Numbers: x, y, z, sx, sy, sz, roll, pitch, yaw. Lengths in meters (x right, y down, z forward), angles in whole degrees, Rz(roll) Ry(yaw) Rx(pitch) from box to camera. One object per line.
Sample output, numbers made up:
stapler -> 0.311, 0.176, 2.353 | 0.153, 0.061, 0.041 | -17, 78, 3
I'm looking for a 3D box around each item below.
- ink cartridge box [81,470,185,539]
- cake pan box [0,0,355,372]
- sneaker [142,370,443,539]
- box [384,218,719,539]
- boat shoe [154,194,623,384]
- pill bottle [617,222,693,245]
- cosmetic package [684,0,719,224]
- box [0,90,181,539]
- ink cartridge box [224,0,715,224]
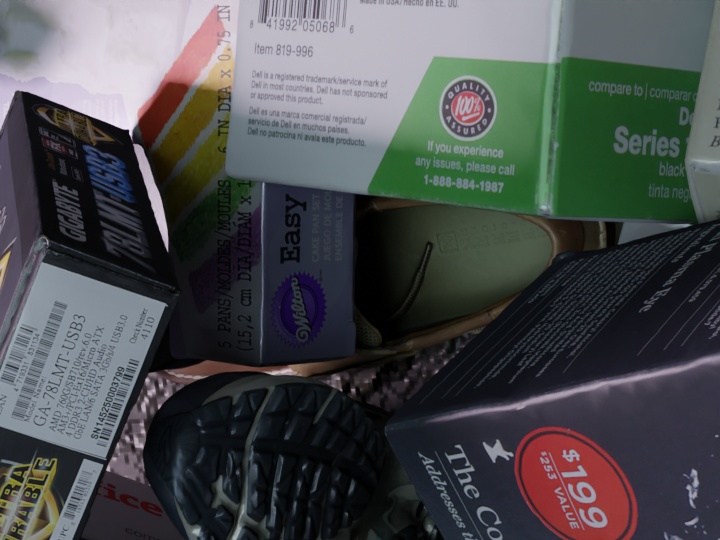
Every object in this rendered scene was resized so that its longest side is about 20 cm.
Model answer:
ink cartridge box -> -0.084, 0.159, 0.859 | 0.145, 0.200, 0.085 | 22, 111, -17
cake pan box -> -0.078, -0.063, 0.873 | 0.184, 0.052, 0.201 | 7, 98, 48
sneaker -> -0.035, 0.072, 0.846 | 0.086, 0.200, 0.078 | 20, 87, 26
box -> 0.138, 0.086, 0.663 | 0.182, 0.104, 0.201 | -17, 107, 46
boat shoe -> 0.000, 0.000, 0.881 | 0.199, 0.074, 0.076 | -18, 93, 26
pill bottle -> 0.189, 0.008, 0.776 | 0.199, 0.113, 0.113 | 22, 109, 18
cosmetic package -> 0.167, -0.100, 0.726 | 0.105, 0.071, 0.201 | 5, 67, 18
box -> -0.123, 0.059, 0.767 | 0.049, 0.200, 0.199 | 22, 102, -16
ink cartridge box -> 0.040, -0.121, 0.749 | 0.146, 0.083, 0.201 | 10, 96, 46
